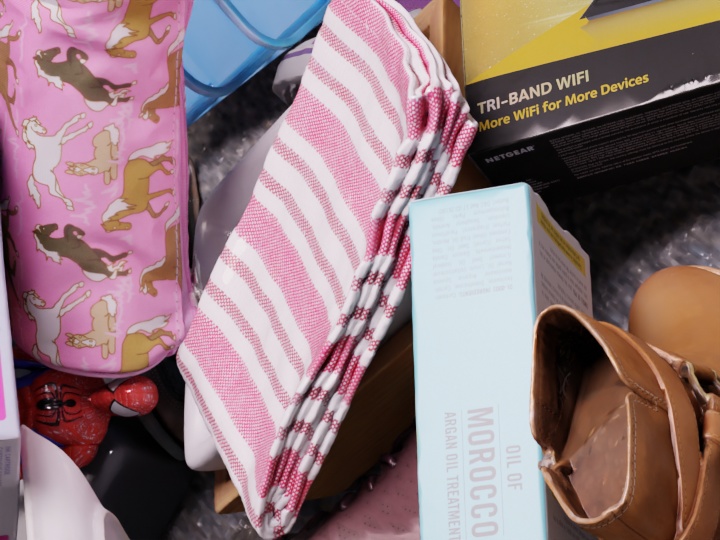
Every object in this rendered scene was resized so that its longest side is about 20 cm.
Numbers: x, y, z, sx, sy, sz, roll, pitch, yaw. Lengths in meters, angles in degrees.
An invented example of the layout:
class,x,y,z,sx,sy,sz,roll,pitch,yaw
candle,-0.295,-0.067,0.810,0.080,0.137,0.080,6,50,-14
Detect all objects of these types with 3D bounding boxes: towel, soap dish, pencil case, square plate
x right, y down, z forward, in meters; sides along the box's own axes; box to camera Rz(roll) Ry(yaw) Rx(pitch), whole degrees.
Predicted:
class,x,y,z,sx,sy,sz,roll,pitch,yaw
towel,-0.022,-0.010,1.208,0.200,0.030,0.146,-65,25,18
soap dish,0.000,0.000,1.289,0.200,0.081,0.158,-42,39,48
pencil case,-0.113,-0.056,1.292,0.083,0.086,0.200,37,135,48
square plate,-0.090,0.192,1.242,0.028,0.198,0.200,-17,49,6

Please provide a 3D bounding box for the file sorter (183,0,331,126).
class,x,y,z,sx,sy,sz,roll,pitch,yaw
file sorter,-0.107,-0.130,1.390,0.200,0.139,0.123,-34,9,44

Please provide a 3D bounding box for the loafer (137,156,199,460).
class,x,y,z,sx,sy,sz,roll,pitch,yaw
loafer,-0.095,0.006,1.441,0.063,0.072,0.200,-33,40,8

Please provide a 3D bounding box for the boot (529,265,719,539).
class,x,y,z,sx,sy,sz,roll,pitch,yaw
boot,0.112,0.046,1.101,0.074,0.155,0.200,-44,42,19

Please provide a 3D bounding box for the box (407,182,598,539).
class,x,y,z,sx,sy,sz,roll,pitch,yaw
box,0.056,0.077,1.100,0.049,0.082,0.201,-9,68,19

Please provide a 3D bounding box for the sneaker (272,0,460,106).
class,x,y,z,sx,sy,sz,roll,pitch,yaw
sneaker,0.054,-0.119,1.348,0.200,0.073,0.115,-4,61,37

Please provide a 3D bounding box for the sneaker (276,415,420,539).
class,x,y,z,sx,sy,sz,roll,pitch,yaw
sneaker,0.008,0.107,1.219,0.200,0.076,0.116,-17,47,21

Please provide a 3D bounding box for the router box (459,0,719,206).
class,x,y,z,sx,sy,sz,roll,pitch,yaw
router box,0.139,-0.123,1.210,0.200,0.052,0.158,-16,54,20

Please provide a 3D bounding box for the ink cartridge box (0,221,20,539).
class,x,y,z,sx,sy,sz,roll,pitch,yaw
ink cartridge box,-0.171,0.012,1.272,0.119,0.042,0.200,103,158,-58

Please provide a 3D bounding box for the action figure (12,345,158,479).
class,x,y,z,sx,sy,sz,roll,pitch,yaw
action figure,-0.186,0.069,1.345,0.199,0.052,0.066,-9,79,11

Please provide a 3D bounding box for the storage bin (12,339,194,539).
class,x,y,z,sx,sy,sz,roll,pitch,yaw
storage bin,-0.175,0.125,1.423,0.134,0.145,0.200,33,94,25
